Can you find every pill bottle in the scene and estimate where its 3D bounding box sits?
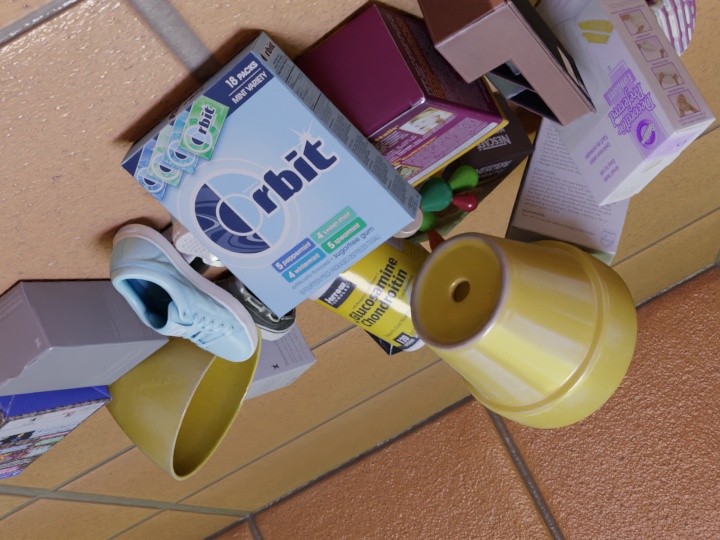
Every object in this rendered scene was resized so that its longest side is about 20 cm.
[{"bbox_3d":[0.000,0.000,1.593,0.112,0.200,0.112,-54,-163,24],"label":"pill bottle"}]

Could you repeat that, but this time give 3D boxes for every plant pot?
[{"bbox_3d":[0.159,0.049,1.505,0.201,0.201,0.189,-35,139,27],"label":"plant pot"},{"bbox_3d":[-0.226,0.123,1.660,0.200,0.142,0.200,-58,165,-25],"label":"plant pot"}]

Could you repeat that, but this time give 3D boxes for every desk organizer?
[{"bbox_3d":[0.135,-0.198,1.295,0.077,0.072,0.200,-29,145,18],"label":"desk organizer"}]

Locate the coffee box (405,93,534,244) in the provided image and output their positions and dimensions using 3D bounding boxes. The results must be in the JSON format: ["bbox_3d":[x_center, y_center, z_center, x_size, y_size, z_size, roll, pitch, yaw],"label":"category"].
[{"bbox_3d":[0.089,-0.108,1.621,0.114,0.080,0.200,-17,162,-36],"label":"coffee box"}]

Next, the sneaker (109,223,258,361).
[{"bbox_3d":[-0.185,0.045,1.439,0.074,0.082,0.200,-28,124,32],"label":"sneaker"}]

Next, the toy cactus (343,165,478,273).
[{"bbox_3d":[0.036,-0.050,1.464,0.199,0.103,0.165,-14,-173,-4],"label":"toy cactus"}]

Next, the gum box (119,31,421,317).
[{"bbox_3d":[-0.077,-0.077,1.223,0.170,0.200,0.045,-35,-161,29],"label":"gum box"}]

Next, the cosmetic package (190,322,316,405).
[{"bbox_3d":[-0.173,0.113,1.843,0.200,0.113,0.081,-18,163,-40],"label":"cosmetic package"}]

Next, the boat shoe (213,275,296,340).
[{"bbox_3d":[-0.120,0.040,1.770,0.064,0.071,0.200,-31,163,17],"label":"boat shoe"}]

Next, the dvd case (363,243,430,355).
[{"bbox_3d":[0.038,0.016,1.743,0.150,0.200,0.025,-18,135,-31],"label":"dvd case"}]

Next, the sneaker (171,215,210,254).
[{"bbox_3d":[-0.085,-0.074,1.358,0.199,0.082,0.074,-7,156,-14],"label":"sneaker"}]

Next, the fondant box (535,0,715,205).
[{"bbox_3d":[0.241,-0.187,1.391,0.058,0.200,0.144,-19,162,-30],"label":"fondant box"}]

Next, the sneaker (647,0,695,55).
[{"bbox_3d":[0.283,-0.248,1.525,0.200,0.088,0.081,-41,131,-26],"label":"sneaker"}]

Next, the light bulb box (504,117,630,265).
[{"bbox_3d":[0.251,-0.096,1.673,0.124,0.201,0.198,16,163,4],"label":"light bulb box"}]

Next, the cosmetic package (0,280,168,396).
[{"bbox_3d":[-0.310,0.070,1.505,0.107,0.090,0.200,-34,161,23],"label":"cosmetic package"}]

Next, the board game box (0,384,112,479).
[{"bbox_3d":[-0.410,0.160,1.599,0.200,0.097,0.159,-37,163,32],"label":"board game box"}]

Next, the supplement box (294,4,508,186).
[{"bbox_3d":[0.029,-0.154,1.314,0.131,0.103,0.200,-32,166,23],"label":"supplement box"}]

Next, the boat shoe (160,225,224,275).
[{"bbox_3d":[-0.151,-0.035,1.464,0.073,0.067,0.200,-11,158,-48],"label":"boat shoe"}]
